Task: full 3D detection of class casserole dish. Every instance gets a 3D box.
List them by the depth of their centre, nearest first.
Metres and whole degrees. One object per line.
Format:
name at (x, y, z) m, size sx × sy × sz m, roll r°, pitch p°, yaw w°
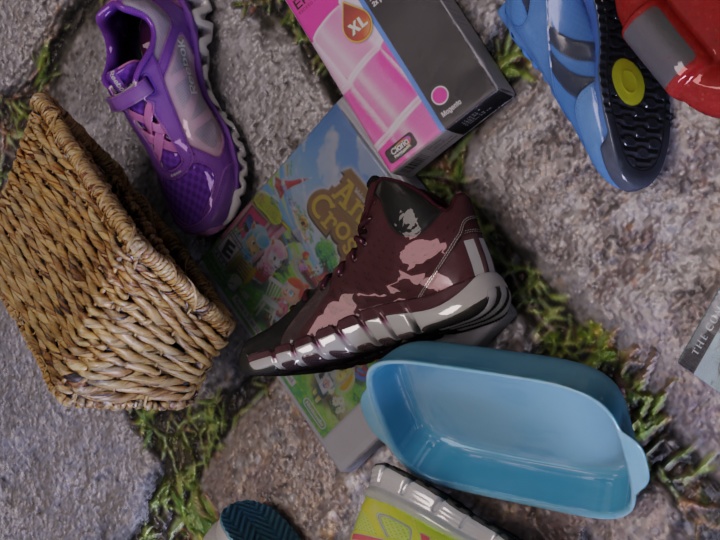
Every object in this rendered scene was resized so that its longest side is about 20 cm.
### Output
casserole dish at (0.094, 0.096, 0.989) m, size 0.200 × 0.039 × 0.121 m, roll 7°, pitch 135°, yaw 32°

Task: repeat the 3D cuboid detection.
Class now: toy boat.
toy boat at (0.219, -0.180, 0.857) m, size 0.200 × 0.131 × 0.131 m, roll -46°, pitch 68°, yaw 28°

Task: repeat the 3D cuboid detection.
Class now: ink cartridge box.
ink cartridge box at (0.014, -0.171, 1.056) m, size 0.095 × 0.037 × 0.200 m, roll -38°, pitch 70°, yaw 22°

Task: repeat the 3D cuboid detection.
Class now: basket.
basket at (-0.168, -0.013, 1.128) m, size 0.200 × 0.143 × 0.149 m, roll 50°, pitch 123°, yaw 42°

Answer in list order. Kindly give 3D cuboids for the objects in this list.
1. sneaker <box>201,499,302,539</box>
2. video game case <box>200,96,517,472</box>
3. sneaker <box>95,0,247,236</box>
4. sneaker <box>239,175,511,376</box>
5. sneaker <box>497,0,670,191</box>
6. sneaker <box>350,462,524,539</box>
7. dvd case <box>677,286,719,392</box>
sneaker at (-0.051, 0.266, 1.119) m, size 0.200 × 0.076 × 0.081 m, roll 55°, pitch 129°, yaw 26°
video game case at (-0.009, 0.011, 1.097) m, size 0.182 × 0.022 × 0.200 m, roll -46°, pitch 67°, yaw 28°
sneaker at (-0.147, -0.121, 1.146) m, size 0.080 × 0.088 × 0.200 m, roll -17°, pitch 83°, yaw 33°
sneaker at (0.000, 0.000, 1.041) m, size 0.200 × 0.076 × 0.116 m, roll -17°, pitch 78°, yaw 24°
sneaker at (0.134, -0.140, 0.967) m, size 0.078 × 0.066 × 0.200 m, roll -22°, pitch 80°, yaw 46°
sneaker at (0.069, 0.205, 1.009) m, size 0.200 × 0.078 × 0.090 m, roll 26°, pitch 83°, yaw 42°
dvd case at (0.296, 0.048, 0.884) m, size 0.200 × 0.022 × 0.146 m, roll 38°, pitch 113°, yaw 28°
